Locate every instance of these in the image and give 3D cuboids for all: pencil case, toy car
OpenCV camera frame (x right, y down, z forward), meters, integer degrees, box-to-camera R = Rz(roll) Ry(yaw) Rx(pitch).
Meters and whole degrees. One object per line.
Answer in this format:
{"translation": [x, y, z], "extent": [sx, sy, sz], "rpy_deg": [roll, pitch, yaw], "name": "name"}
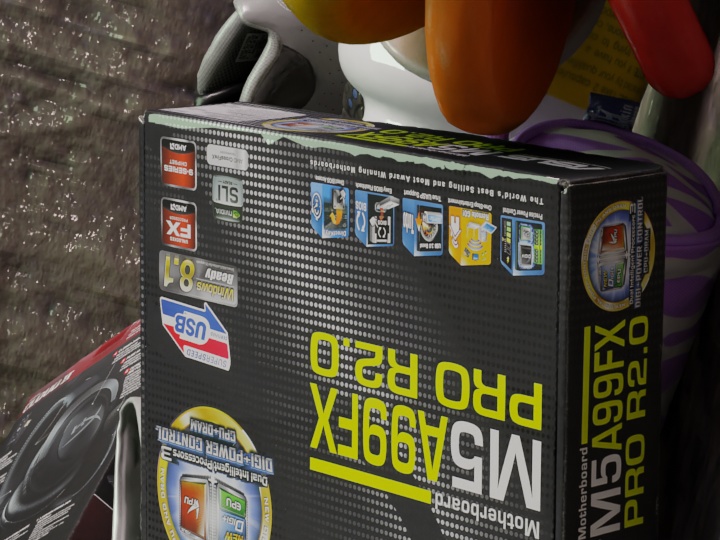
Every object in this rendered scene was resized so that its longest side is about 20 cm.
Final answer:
{"translation": [0.054, 0.048, 0.887], "extent": [0.084, 0.085, 0.201], "rpy_deg": [-100, 23, -63], "name": "pencil case"}
{"translation": [0.074, -0.128, 0.810], "extent": [0.200, 0.150, 0.175], "rpy_deg": [-49, -26, -1], "name": "toy car"}

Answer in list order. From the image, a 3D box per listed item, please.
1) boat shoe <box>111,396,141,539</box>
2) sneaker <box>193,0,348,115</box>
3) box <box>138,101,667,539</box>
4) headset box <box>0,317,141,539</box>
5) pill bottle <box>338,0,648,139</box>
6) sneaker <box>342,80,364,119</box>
{"translation": [-0.076, 0.137, 1.021], "extent": [0.074, 0.066, 0.201], "rpy_deg": [126, 155, -44], "name": "boat shoe"}
{"translation": [-0.022, -0.068, 1.270], "extent": [0.075, 0.115, 0.201], "rpy_deg": [54, 164, 43], "name": "sneaker"}
{"translation": [0.007, 0.037, 0.849], "extent": [0.199, 0.044, 0.161], "rpy_deg": [13, 105, 47], "name": "box"}
{"translation": [-0.106, 0.101, 1.165], "extent": [0.149, 0.077, 0.200], "rpy_deg": [-33, 20, 40], "name": "headset box"}
{"translation": [0.058, -0.101, 0.972], "extent": [0.111, 0.111, 0.201], "rpy_deg": [-128, 59, -83], "name": "pill bottle"}
{"translation": [0.040, -0.013, 1.250], "extent": [0.201, 0.085, 0.077], "rpy_deg": [95, 155, -48], "name": "sneaker"}
